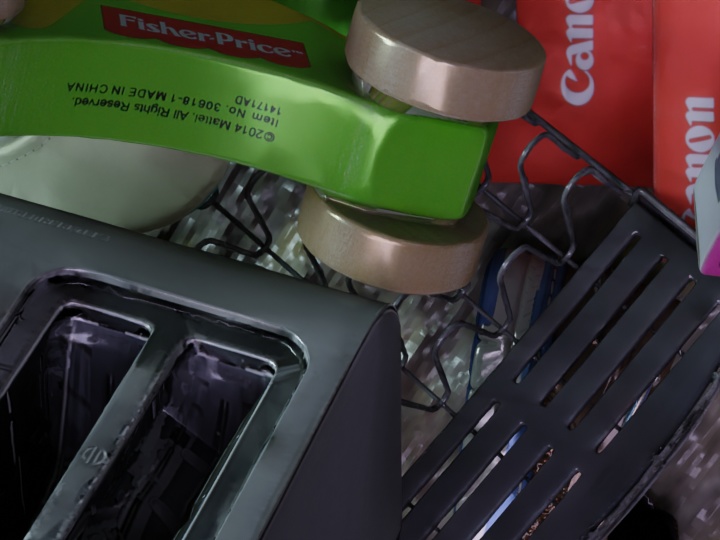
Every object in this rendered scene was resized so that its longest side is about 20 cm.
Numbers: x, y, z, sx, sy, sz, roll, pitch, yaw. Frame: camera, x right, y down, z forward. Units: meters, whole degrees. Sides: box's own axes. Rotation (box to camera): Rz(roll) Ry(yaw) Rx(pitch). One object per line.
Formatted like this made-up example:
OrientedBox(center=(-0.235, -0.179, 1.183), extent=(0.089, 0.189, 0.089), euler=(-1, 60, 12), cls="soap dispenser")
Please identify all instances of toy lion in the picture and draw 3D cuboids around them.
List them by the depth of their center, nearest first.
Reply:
OrientedBox(center=(-0.068, -0.078, 0.696), extent=(0.199, 0.192, 0.069), euler=(10, 116, -14), cls="toy lion")

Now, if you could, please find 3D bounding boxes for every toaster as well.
OrientedBox(center=(-0.102, 0.072, 0.640), extent=(0.180, 0.200, 0.119), euler=(16, 134, 14), cls="toaster")

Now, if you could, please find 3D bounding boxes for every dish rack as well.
OrientedBox(center=(0.000, 0.000, 0.758), extent=(0.200, 0.055, 0.154), euler=(40, 90, 20), cls="dish rack")

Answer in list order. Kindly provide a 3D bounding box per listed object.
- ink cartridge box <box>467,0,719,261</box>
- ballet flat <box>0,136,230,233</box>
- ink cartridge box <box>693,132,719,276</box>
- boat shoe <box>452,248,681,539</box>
OrientedBox(center=(0.118, -0.058, 0.764), extent=(0.199, 0.050, 0.110), euler=(3, 119, 12), cls="ink cartridge box")
OrientedBox(center=(-0.130, -0.057, 0.749), extent=(0.199, 0.069, 0.070), euler=(14, 122, 27), cls="ballet flat")
OrientedBox(center=(0.156, -0.063, 0.656), extent=(0.094, 0.037, 0.200), euler=(9, 139, -9), cls="ink cartridge box")
OrientedBox(center=(0.063, 0.093, 0.846), extent=(0.072, 0.072, 0.201), euler=(9, 119, 8), cls="boat shoe")
